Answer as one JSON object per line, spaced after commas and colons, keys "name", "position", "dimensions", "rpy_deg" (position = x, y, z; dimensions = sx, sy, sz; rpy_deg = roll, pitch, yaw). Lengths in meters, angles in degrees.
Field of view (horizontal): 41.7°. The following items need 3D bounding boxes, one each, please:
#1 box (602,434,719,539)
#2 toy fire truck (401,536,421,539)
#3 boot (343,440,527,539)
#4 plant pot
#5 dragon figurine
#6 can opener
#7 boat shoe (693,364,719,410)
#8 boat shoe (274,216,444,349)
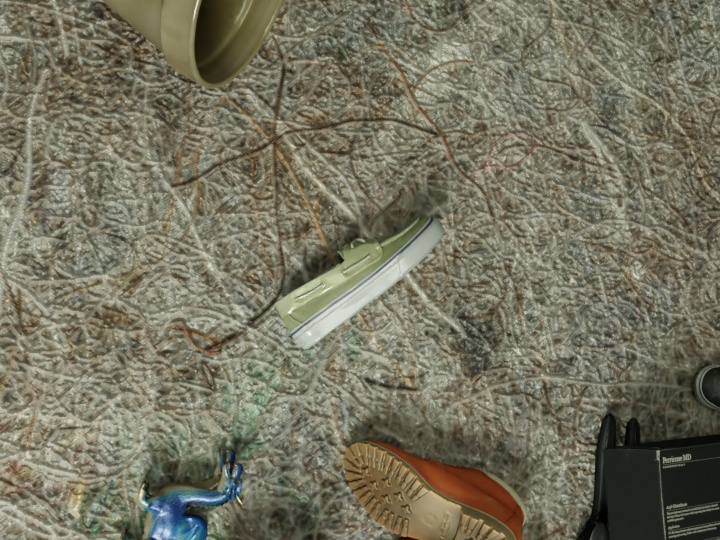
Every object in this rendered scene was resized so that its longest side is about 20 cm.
{"name": "box", "position": [0.354, 0.249, 0.995], "dimensions": [0.199, 0.079, 0.142], "rpy_deg": [2, 84, -34]}
{"name": "toy fire truck", "position": [0.087, 0.378, 0.952], "dimensions": [0.199, 0.112, 0.169], "rpy_deg": [19, 103, -8]}
{"name": "boot", "position": [0.079, 0.230, 0.981], "dimensions": [0.199, 0.107, 0.075], "rpy_deg": [30, 116, 15]}
{"name": "plant pot", "position": [-0.185, -0.308, 0.945], "dimensions": [0.173, 0.200, 0.201], "rpy_deg": [26, 78, 9]}
{"name": "dragon figurine", "position": [-0.182, 0.264, 0.923], "dimensions": [0.099, 0.059, 0.201], "rpy_deg": [22, 78, -8]}
{"name": "can opener", "position": [0.273, 0.255, 1.020], "dimensions": [0.063, 0.079, 0.201], "rpy_deg": [18, 70, -1]}
{"name": "boat shoe", "position": [0.482, 0.135, 1.075], "dimensions": [0.198, 0.066, 0.071], "rpy_deg": [9, 81, -10]}
{"name": "boat shoe", "position": [0.000, 0.000, 0.990], "dimensions": [0.200, 0.072, 0.062], "rpy_deg": [-39, 94, -11]}
